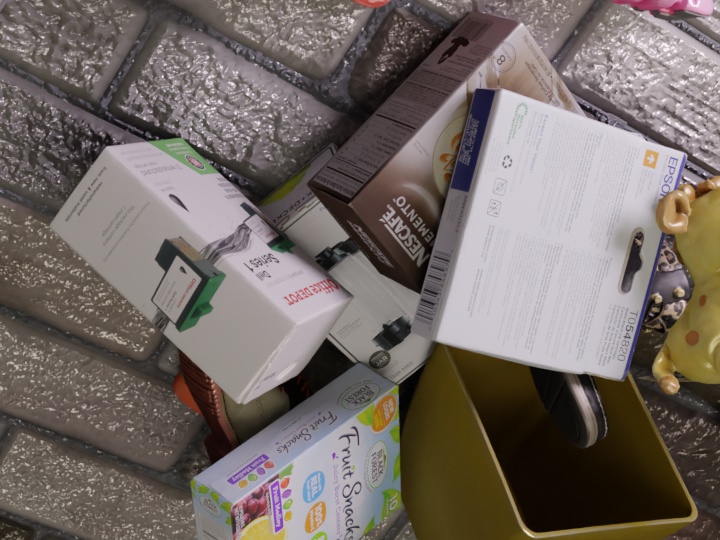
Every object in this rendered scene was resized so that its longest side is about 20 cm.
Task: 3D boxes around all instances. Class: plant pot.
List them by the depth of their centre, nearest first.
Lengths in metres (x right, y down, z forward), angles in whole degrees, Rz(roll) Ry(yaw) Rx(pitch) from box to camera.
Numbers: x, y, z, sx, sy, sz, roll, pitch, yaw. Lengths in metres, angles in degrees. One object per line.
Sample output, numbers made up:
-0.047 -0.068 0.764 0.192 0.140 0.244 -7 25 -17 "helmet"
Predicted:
0.142 0.186 1.357 0.199 0.201 0.177 1 142 -34 "plant pot"

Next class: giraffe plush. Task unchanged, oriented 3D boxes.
0.310 0.005 1.208 0.199 0.172 0.164 -4 95 24 "giraffe plush"

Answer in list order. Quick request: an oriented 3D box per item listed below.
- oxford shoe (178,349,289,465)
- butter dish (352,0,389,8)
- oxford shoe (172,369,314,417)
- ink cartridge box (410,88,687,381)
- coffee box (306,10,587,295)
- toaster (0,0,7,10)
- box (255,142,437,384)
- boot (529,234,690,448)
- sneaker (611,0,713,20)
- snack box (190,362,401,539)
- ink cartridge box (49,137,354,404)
-0.103 0.101 1.286 0.073 0.071 0.201 -22 118 -21 "oxford shoe"
0.014 -0.287 1.075 0.199 0.148 0.200 33 109 -29 "butter dish"
-0.065 0.118 1.357 0.199 0.071 0.073 25 108 -25 "oxford shoe"
0.150 -0.024 1.197 0.199 0.041 0.201 14 92 -32 "ink cartridge box"
0.071 -0.094 1.209 0.200 0.080 0.114 -47 121 -9 "coffee box"
-0.335 -0.222 1.059 0.199 0.114 0.129 23 116 -26 "toaster"
0.000 0.000 1.302 0.116 0.060 0.200 -39 122 12 "box"
0.216 0.050 1.311 0.149 0.201 0.073 -10 142 -13 "boot"
0.195 -0.263 1.188 0.199 0.079 0.096 13 96 -21 "sneaker"
-0.049 0.188 1.283 0.200 0.053 0.143 -33 136 -37 "snack box"
-0.117 -0.004 1.170 0.200 0.146 0.084 41 107 8 "ink cartridge box"
